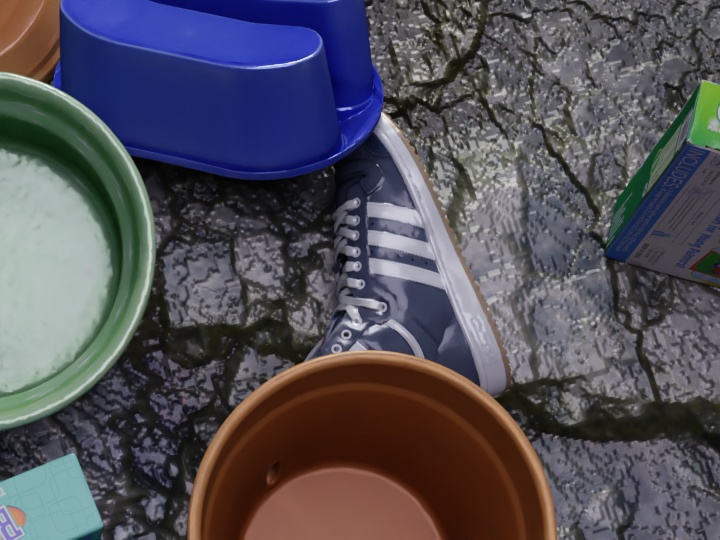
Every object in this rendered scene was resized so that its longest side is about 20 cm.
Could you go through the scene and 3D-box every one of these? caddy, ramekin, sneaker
[{"bbox_3d":[-0.084,-0.122,1.472,0.199,0.105,0.142,14,43,16],"label":"caddy"},{"bbox_3d":[-0.213,-0.005,1.426,0.199,0.098,0.201,0,81,-3],"label":"ramekin"},{"bbox_3d":[0.000,0.000,1.483,0.108,0.070,0.201,-24,82,-16],"label":"sneaker"}]

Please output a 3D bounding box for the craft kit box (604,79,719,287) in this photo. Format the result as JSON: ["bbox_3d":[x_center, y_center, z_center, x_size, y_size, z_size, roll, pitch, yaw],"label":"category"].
[{"bbox_3d":[0.260,-0.031,1.461,0.196,0.200,0.049,18,71,-3],"label":"craft kit box"}]

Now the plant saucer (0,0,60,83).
[{"bbox_3d":[-0.262,-0.182,1.515,0.199,0.037,0.201,2,73,-8],"label":"plant saucer"}]

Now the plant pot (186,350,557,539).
[{"bbox_3d":[-0.003,0.158,1.400,0.199,0.140,0.201,2,73,-8],"label":"plant pot"}]

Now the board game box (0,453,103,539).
[{"bbox_3d":[-0.216,0.163,1.336,0.151,0.200,0.045,-21,78,-13],"label":"board game box"}]
